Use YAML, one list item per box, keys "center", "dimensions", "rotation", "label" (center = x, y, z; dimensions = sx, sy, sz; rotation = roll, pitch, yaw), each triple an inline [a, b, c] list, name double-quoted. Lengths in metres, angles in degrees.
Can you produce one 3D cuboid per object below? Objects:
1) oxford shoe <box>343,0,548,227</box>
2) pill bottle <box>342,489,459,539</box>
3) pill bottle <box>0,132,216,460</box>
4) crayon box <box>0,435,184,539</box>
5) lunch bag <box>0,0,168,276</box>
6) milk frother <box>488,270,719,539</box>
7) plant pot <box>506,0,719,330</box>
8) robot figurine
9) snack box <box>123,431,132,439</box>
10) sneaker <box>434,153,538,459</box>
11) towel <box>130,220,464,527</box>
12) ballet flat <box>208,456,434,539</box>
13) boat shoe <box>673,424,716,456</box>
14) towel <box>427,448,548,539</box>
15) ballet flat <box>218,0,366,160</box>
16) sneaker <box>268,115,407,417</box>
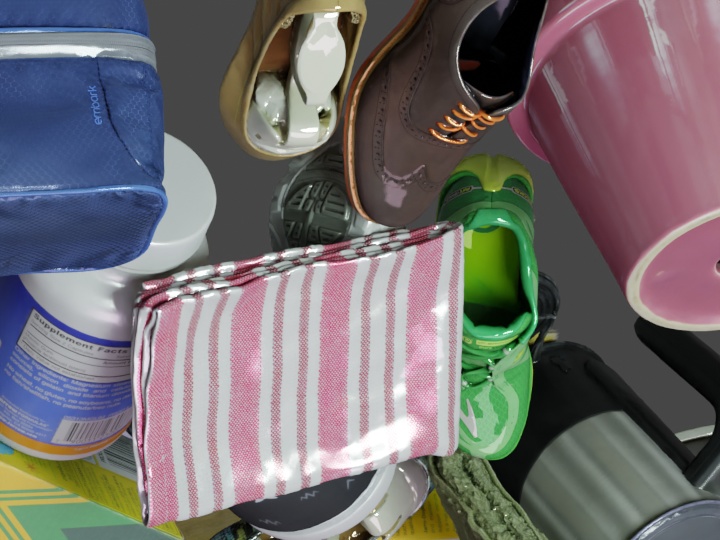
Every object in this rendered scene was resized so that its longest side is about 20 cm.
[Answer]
- center: [0.044, -0.093, 1.483]
  dimensions: [0.071, 0.073, 0.200]
  rotation: [3, 129, -24]
  label: "oxford shoe"
- center: [0.033, 0.180, 1.932]
  dimensions: [0.200, 0.104, 0.104]
  rotation: [-4, 148, -14]
  label: "pill bottle"
- center: [-0.150, 0.010, 1.586]
  dimensions: [0.112, 0.112, 0.200]
  rotation: [3, 143, -23]
  label: "pill bottle"
- center: [-0.212, 0.111, 1.675]
  dimensions: [0.200, 0.127, 0.051]
  rotation: [27, 104, -28]
  label: "crayon box"
- center: [-0.201, -0.075, 1.419]
  dimensions: [0.200, 0.132, 0.136]
  rotation: [-3, 162, -17]
  label: "lunch bag"
- center: [0.133, 0.111, 1.773]
  dimensions: [0.200, 0.188, 0.181]
  rotation: [9, 115, -35]
  label: "milk frother"
- center: [0.182, -0.076, 1.505]
  dimensions: [0.200, 0.179, 0.200]
  rotation: [-10, 148, -6]
  label: "plant pot"
- center: [-0.053, 0.087, 1.739]
  dimensions: [0.125, 0.150, 0.200]
  rotation: [-54, 146, -9]
  label: "robot figurine"
- center: [-0.165, 0.084, 1.783]
  dimensions: [0.072, 0.024, 0.200]
  rotation: [-12, 149, -3]
  label: "snack box"
- center: [0.067, 0.031, 1.667]
  dimensions: [0.074, 0.084, 0.200]
  rotation: [0, 120, 3]
  label: "sneaker"
- center: [-0.030, 0.058, 1.557]
  dimensions: [0.200, 0.030, 0.146]
  rotation: [-12, 119, -23]
  label: "towel"
- center: [-0.014, 0.164, 1.836]
  dimensions: [0.200, 0.074, 0.074]
  rotation: [-35, 147, -1]
  label: "ballet flat"
- center: [0.198, 0.165, 2.009]
  dimensions: [0.201, 0.061, 0.072]
  rotation: [-21, 148, 15]
  label: "boat shoe"
- center: [0.113, 0.202, 1.740]
  dimensions: [0.036, 0.200, 0.148]
  rotation: [-33, 140, -8]
  label: "towel"
- center: [-0.035, -0.102, 1.496]
  dimensions: [0.069, 0.063, 0.200]
  rotation: [-5, 148, -11]
  label: "ballet flat"
- center: [0.000, 0.000, 1.623]
  dimensions: [0.099, 0.078, 0.200]
  rotation: [-7, 119, -44]
  label: "sneaker"
